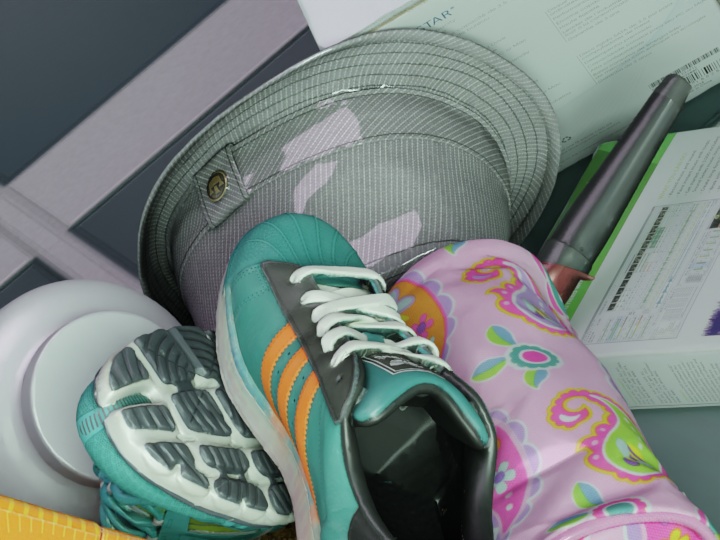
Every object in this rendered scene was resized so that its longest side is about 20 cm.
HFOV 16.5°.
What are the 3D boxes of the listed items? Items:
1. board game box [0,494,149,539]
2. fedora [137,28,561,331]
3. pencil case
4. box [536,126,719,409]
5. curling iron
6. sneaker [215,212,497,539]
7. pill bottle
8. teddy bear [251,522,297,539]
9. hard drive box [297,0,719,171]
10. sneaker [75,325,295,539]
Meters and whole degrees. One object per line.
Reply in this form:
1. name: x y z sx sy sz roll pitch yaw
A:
1. board game box: -0.168 0.177 0.842 0.199 0.199 0.201 0 74 47
2. fedora: 0.000 0.000 1.058 0.199 0.177 0.091 -34 47 22
3. pencil case: 0.064 0.069 0.874 0.087 0.088 0.200 -33 32 2
4. box: 0.157 -0.005 1.022 0.199 0.036 0.145 -4 41 42
5. curling iron: 0.087 0.005 1.009 0.049 0.026 0.201 14 66 41
6. sneaker: 0.006 0.045 0.827 0.080 0.071 0.201 -61 36 40
7. pill bottle: -0.129 0.066 1.072 0.111 0.111 0.200 -46 7 -20
8. teddy bear: -0.048 0.134 1.010 0.144 0.067 0.200 2 38 39
9. hard drive box: 0.072 -0.123 1.109 0.155 0.200 0.077 -29 63 10
10. sneaker: -0.061 0.076 0.907 0.079 0.078 0.200 -30 -16 7
